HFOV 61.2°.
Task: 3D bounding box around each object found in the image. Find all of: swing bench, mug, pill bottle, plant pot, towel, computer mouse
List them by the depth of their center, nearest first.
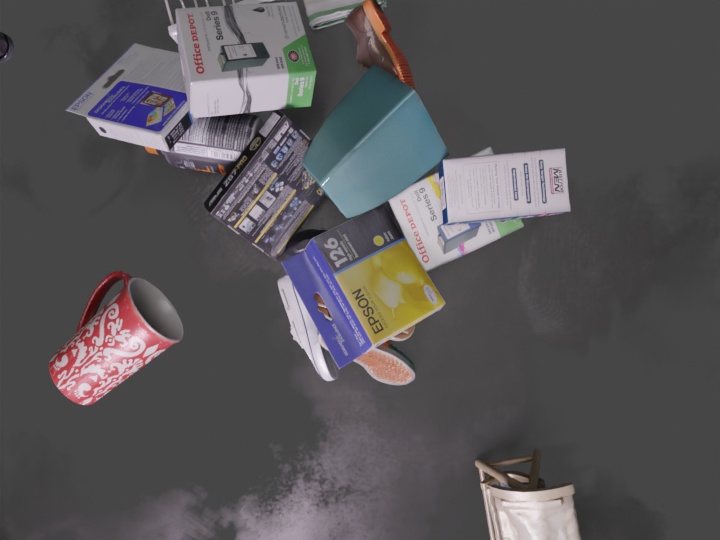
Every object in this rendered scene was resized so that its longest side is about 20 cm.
[{"bbox_3d":[0.276,0.424,0.984,0.126,0.200,0.205,-11,89,2],"label":"swing bench"},{"bbox_3d":[0.012,-0.198,0.996,0.199,0.142,0.142,-41,132,0],"label":"plant pot"},{"bbox_3d":[-0.271,-0.227,1.053,0.194,0.106,0.110,9,90,3],"label":"pill bottle"},{"bbox_3d":[-0.042,-0.073,1.061,0.195,0.059,0.035,-21,90,-8],"label":"computer mouse"},{"bbox_3d":[-0.429,0.117,1.068,0.199,0.179,0.134,-39,125,6],"label":"mug"},{"bbox_3d":[-0.044,-0.548,1.083,0.145,0.031,0.206,-13,89,1],"label":"towel"}]

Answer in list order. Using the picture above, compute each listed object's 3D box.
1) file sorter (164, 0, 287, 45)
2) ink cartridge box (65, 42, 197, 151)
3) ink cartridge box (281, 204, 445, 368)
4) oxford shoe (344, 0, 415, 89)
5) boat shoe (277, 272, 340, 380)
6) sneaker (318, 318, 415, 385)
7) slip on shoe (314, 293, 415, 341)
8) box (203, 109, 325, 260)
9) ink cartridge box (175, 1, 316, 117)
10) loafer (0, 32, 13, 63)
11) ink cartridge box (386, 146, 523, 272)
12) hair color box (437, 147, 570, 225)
[{"bbox_3d":[-0.227,-0.463,1.037,0.195,0.139,0.128,-18,87,2],"label":"file sorter"},{"bbox_3d":[-0.348,-0.293,1.010,0.195,0.044,0.201,17,56,17],"label":"ink cartridge box"},{"bbox_3d":[0.004,0.018,0.970,0.197,0.047,0.200,-26,76,-22],"label":"ink cartridge box"},{"bbox_3d":[0.038,-0.367,1.069,0.072,0.071,0.204,-24,93,24],"label":"oxford shoe"},{"bbox_3d":[-0.091,0.097,1.073,0.065,0.073,0.206,-17,86,27],"label":"boat shoe"},{"bbox_3d":[0.017,0.125,1.059,0.198,0.081,0.071,33,126,-19],"label":"sneaker"},{"bbox_3d":[-0.002,0.061,1.017,0.195,0.061,0.078,19,84,1],"label":"slip on shoe"},{"bbox_3d":[-0.143,-0.140,1.030,0.160,0.049,0.202,36,92,-41],"label":"box"},{"bbox_3d":[-0.182,-0.333,0.960,0.195,0.084,0.149,-11,69,-17],"label":"ink cartridge box"},{"bbox_3d":[-0.730,-0.394,1.091,0.194,0.063,0.074,-14,89,2],"label":"loafer"},{"bbox_3d":[0.158,-0.098,1.046,0.196,0.088,0.149,-24,90,2],"label":"ink cartridge box"},{"bbox_3d":[0.227,-0.132,0.973,0.194,0.061,0.103,-5,90,0],"label":"hair color box"}]
